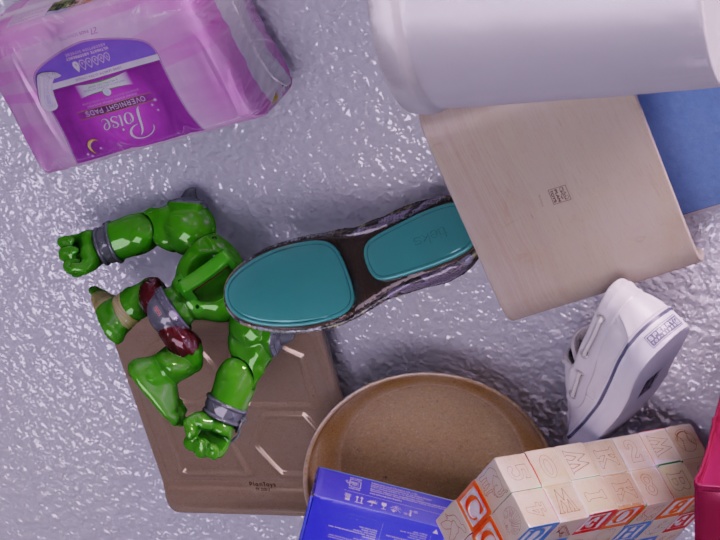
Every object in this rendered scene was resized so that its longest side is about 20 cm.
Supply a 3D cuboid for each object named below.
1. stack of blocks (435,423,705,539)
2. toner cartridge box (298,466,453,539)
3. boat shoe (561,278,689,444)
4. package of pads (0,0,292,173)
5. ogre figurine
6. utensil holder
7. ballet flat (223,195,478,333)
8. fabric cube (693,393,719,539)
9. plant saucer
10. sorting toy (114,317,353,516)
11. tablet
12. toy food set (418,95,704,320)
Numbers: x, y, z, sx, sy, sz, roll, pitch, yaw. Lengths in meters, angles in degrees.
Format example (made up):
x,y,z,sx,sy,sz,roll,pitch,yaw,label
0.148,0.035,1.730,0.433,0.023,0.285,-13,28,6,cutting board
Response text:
x,y,z,sx,sy,sz,roll,pitch,yaw,label
0.155,0.178,1.441,0.115,0.199,0.059,-53,53,41,stack of blocks
0.050,0.224,1.530,0.198,0.043,0.096,15,118,-1,toner cartridge box
0.179,0.067,1.418,0.065,0.073,0.201,47,151,16,boat shoe
-0.159,-0.148,1.398,0.198,0.076,0.121,-12,118,28,package of pads
-0.130,0.030,1.484,0.120,0.201,0.098,-37,148,9,ogre figurine
0.121,-0.184,1.206,0.198,0.170,0.171,-1,124,20,utensil holder
0.000,0.000,1.433,0.198,0.072,0.073,-17,118,11,ballet flat
0.339,0.172,1.358,0.194,0.201,0.201,6,127,18,fabric cube
0.055,0.160,1.542,0.198,0.036,0.202,2,116,5,plant saucer
-0.095,0.105,1.588,0.183,0.037,0.202,-1,119,22,sorting toy
0.192,-0.088,1.347,0.199,0.014,0.131,-17,117,31,tablet
0.137,-0.067,1.347,0.142,0.061,0.201,-17,119,18,toy food set
